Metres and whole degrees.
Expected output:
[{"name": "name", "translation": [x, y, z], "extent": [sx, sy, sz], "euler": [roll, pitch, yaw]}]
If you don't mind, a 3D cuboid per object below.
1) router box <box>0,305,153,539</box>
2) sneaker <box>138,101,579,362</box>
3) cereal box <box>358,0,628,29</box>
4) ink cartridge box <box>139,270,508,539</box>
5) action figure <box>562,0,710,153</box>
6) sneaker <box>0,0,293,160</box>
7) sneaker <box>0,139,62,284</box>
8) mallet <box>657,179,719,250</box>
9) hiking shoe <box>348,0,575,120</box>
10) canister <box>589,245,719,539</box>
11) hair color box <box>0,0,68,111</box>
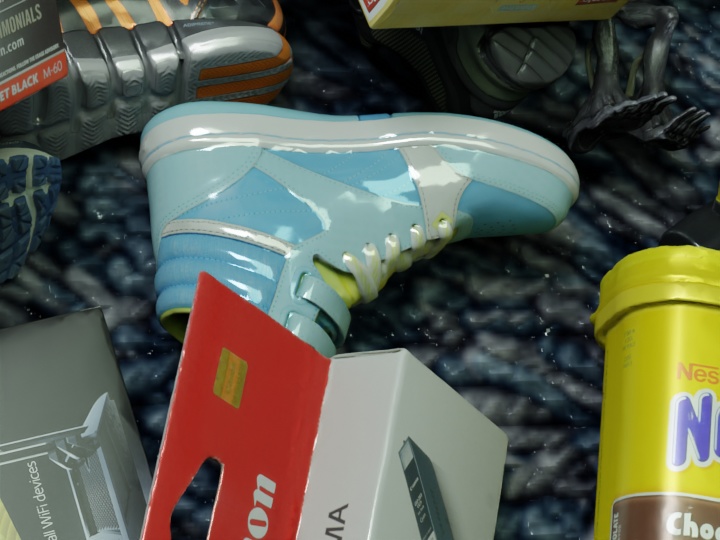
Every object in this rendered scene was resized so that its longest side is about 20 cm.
[{"name": "router box", "translation": [-0.153, 0.129, 0.786], "extent": [0.156, 0.052, 0.201], "euler": [-12, 72, -20]}, {"name": "sneaker", "translation": [0.000, 0.000, 0.873], "extent": [0.198, 0.080, 0.131], "euler": [2, 65, -5]}, {"name": "cereal box", "translation": [0.032, -0.200, 0.865], "extent": [0.143, 0.040, 0.201], "euler": [-9, 67, -38]}, {"name": "ink cartridge box", "translation": [-0.014, 0.123, 0.779], "extent": [0.176, 0.044, 0.201], "euler": [39, 53, -46]}, {"name": "action figure", "translation": [0.124, -0.159, 0.955], "extent": [0.119, 0.102, 0.201], "euler": [10, 63, -52]}, {"name": "sneaker", "translation": [-0.137, -0.113, 0.890], "extent": [0.199, 0.078, 0.113], "euler": [-8, 60, -20]}, {"name": "sneaker", "translation": [-0.216, -0.024, 0.818], "extent": [0.199, 0.077, 0.085], "euler": [-22, 54, -37]}, {"name": "mallet", "translation": [0.180, -0.080, 0.907], "extent": [0.066, 0.201, 0.041], "euler": [-20, 38, -32]}, {"name": "hiking shoe", "translation": [0.020, -0.151, 0.925], "extent": [0.075, 0.101, 0.201], "euler": [-1, 61, -40]}, {"name": "canister", "translation": [0.173, 0.105, 0.874], "extent": [0.147, 0.087, 0.201], "euler": [11, 67, -11]}, {"name": "hair color box", "translation": [-0.227, -0.097, 0.778], "extent": [0.199, 0.064, 0.111], "euler": [11, 31, 33]}]
